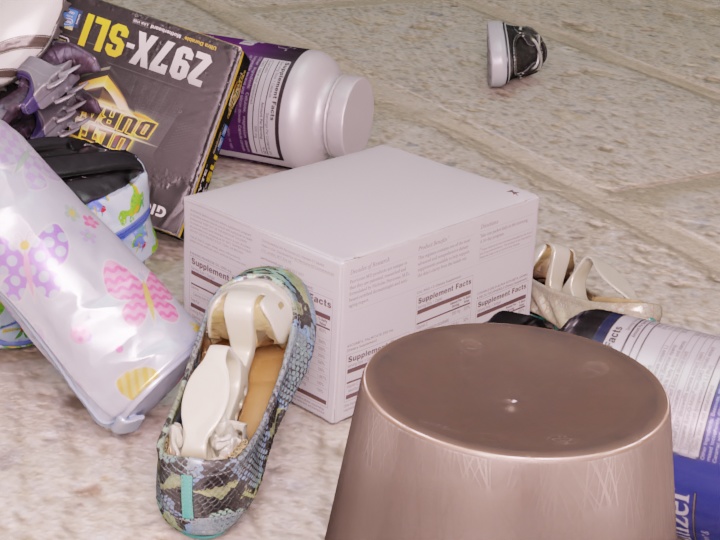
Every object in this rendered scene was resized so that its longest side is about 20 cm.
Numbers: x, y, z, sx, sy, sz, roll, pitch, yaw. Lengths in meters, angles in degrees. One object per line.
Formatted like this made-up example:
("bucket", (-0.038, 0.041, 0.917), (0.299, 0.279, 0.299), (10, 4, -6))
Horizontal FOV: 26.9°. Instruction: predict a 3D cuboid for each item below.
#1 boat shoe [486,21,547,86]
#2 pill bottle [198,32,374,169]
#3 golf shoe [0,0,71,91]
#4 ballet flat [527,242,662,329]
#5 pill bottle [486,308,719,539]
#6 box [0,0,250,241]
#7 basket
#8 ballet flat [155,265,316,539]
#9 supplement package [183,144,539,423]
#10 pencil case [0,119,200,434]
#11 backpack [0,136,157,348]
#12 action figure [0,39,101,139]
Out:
("boat shoe", (0.186, -0.263, 1.778), (0.070, 0.073, 0.200), (2, 19, 9))
("pill bottle", (-0.092, -0.158, 1.417), (0.197, 0.114, 0.112), (11, 23, 20))
("golf shoe", (-0.308, -0.175, 1.152), (0.078, 0.200, 0.095), (43, -2, 38))
("ballet flat", (0.150, 0.013, 1.079), (0.067, 0.063, 0.200), (6, 17, -34))
("pill bottle", (0.161, 0.085, 0.834), (0.198, 0.113, 0.112), (13, 23, 25))
("box", (-0.206, -0.131, 1.216), (0.198, 0.162, 0.049), (20, -4, 7))
("basket", (0.049, 0.134, 0.572), (0.178, 0.203, 0.136), (9, 21, 17))
("ballet flat", (-0.068, 0.054, 0.846), (0.073, 0.075, 0.202), (5, 46, 6))
("supplement package", (0.000, 0.000, 1.031), (0.155, 0.112, 0.199), (22, 28, 39))
("pencil case", (-0.184, 0.003, 0.905), (0.200, 0.083, 0.091), (45, 41, 0))
("backpack", (-0.236, -0.022, 1.042), (0.162, 0.155, 0.200), (17, 46, 43))
("action figure", (-0.280, -0.091, 1.111), (0.069, 0.131, 0.200), (31, 60, 27))
